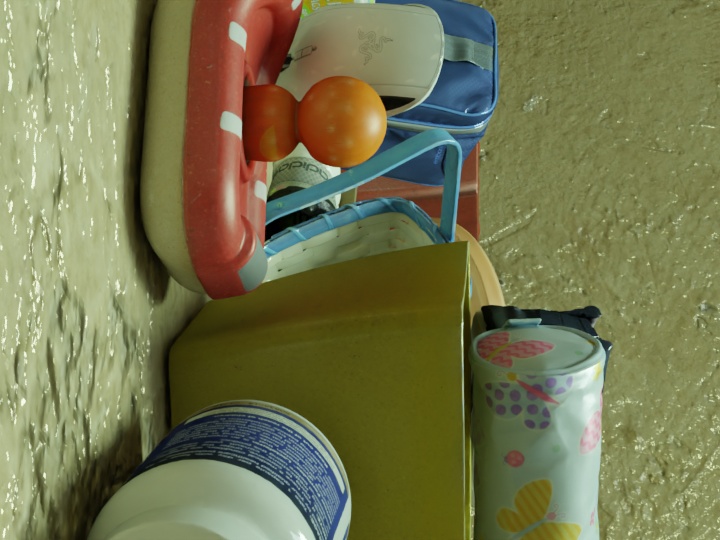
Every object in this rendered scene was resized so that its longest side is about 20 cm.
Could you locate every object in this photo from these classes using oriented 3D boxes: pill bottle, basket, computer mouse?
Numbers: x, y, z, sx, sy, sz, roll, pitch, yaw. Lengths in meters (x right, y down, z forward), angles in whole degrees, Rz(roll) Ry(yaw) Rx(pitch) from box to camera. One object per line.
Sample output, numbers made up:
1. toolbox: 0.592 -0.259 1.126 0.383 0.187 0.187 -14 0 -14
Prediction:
1. pill bottle: -0.069 0.137 0.737 0.200 0.115 0.117 -55 145 -81
2. basket: 0.000 0.000 1.140 0.139 0.175 0.201 50 -23 42
3. computer mouse: -0.032 -0.131 0.958 0.044 0.199 0.111 17 75 -44

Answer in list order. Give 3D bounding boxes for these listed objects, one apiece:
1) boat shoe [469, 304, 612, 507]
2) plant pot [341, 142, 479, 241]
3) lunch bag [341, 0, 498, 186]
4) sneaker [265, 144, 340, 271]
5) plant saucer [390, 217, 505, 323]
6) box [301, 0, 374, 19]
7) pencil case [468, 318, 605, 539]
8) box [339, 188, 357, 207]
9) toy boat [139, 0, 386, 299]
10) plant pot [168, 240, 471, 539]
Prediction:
1. boat shoe: 0.118 0.100 1.080 0.201 0.092 0.075 99 -15 -51
2. plant pot: 0.043 -0.115 1.670 0.200 0.175 0.201 78 12 -64
3. lunch bag: 0.020 -0.174 1.354 0.133 0.198 0.137 114 -20 -55
4. sneaker: -0.047 -0.005 1.262 0.088 0.073 0.201 -73 164 -53
5. plant saucer: 0.050 0.057 1.261 0.200 0.032 0.202 0 -90 57
6. box: -0.047 -0.235 1.075 0.200 0.100 0.113 79 12 -65
7. pencil case: 0.107 0.133 0.929 0.091 0.082 0.202 -70 159 -70
8. box: -0.032 0.025 1.441 0.200 0.021 0.165 -86 -172 -64
9. toy boat: -0.050 -0.086 0.872 0.131 0.130 0.202 75 16 -72
10. plant pot: -0.020 0.097 0.955 0.200 0.175 0.202 -64 154 -77
